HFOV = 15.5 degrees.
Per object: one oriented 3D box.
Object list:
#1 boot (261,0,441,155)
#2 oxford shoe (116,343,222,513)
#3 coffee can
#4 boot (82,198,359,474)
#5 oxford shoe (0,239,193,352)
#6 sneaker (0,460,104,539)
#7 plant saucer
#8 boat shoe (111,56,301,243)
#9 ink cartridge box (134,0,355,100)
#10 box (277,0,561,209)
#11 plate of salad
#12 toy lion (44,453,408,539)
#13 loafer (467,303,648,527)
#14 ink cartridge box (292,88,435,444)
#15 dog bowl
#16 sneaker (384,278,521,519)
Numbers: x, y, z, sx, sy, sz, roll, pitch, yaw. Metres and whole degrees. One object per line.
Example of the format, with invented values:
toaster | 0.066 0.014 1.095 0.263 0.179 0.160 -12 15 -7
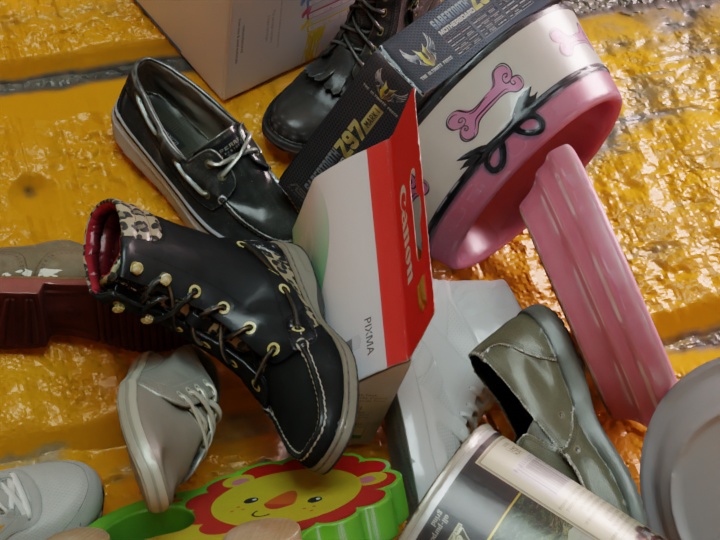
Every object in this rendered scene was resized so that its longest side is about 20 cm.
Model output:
boot | 0.005 -0.191 1.892 0.069 0.175 0.200 34 54 20
oxford shoe | -0.117 0.093 1.660 0.057 0.076 0.200 -11 15 3
coffee can | 0.121 0.206 1.587 0.199 0.147 0.147 32 53 12
boot | -0.090 0.039 1.660 0.153 0.074 0.204 18 31 -28
oxford shoe | -0.173 0.006 1.777 0.198 0.071 0.075 2 44 -8
sneaker | -0.250 0.154 1.629 0.199 0.092 0.076 -18 55 -21
plant saucer | 0.155 0.018 1.738 0.051 0.201 0.201 -23 54 4
boat shoe | -0.102 -0.071 1.846 0.200 0.071 0.072 39 55 19
ink cartridge box | -0.053 -0.244 1.960 0.199 0.126 0.129 -28 59 -26
box | 0.046 -0.130 1.833 0.051 0.158 0.200 45 46 5
plate of salad | 0.265 0.144 1.646 0.200 0.201 0.048 35 33 20
toy lion | -0.076 0.162 1.634 0.198 0.069 0.192 -5 17 19
loafer | 0.123 0.124 1.693 0.069 0.075 0.201 -17 74 -17
ink cartridge box | 0.000 0.000 1.699 0.050 0.200 0.162 0 63 -11
dog bowl | 0.098 -0.084 1.810 0.200 0.200 0.074 -36 74 -30
sneaker | 0.072 0.082 1.742 0.115 0.074 0.201 -2 52 -8
